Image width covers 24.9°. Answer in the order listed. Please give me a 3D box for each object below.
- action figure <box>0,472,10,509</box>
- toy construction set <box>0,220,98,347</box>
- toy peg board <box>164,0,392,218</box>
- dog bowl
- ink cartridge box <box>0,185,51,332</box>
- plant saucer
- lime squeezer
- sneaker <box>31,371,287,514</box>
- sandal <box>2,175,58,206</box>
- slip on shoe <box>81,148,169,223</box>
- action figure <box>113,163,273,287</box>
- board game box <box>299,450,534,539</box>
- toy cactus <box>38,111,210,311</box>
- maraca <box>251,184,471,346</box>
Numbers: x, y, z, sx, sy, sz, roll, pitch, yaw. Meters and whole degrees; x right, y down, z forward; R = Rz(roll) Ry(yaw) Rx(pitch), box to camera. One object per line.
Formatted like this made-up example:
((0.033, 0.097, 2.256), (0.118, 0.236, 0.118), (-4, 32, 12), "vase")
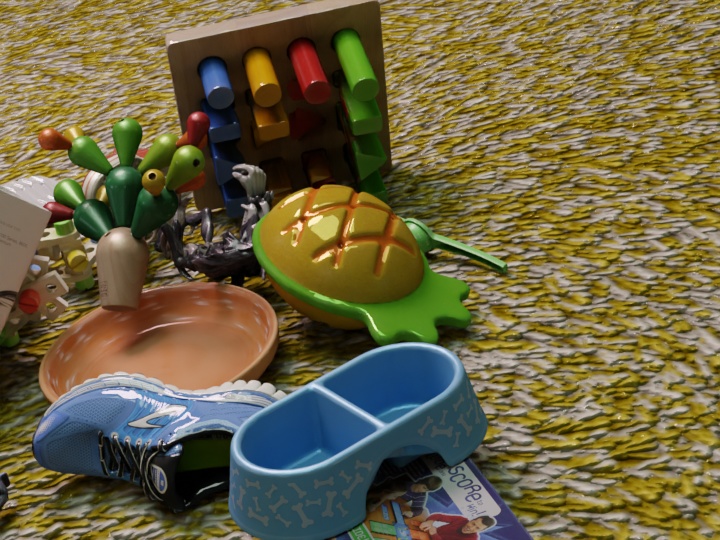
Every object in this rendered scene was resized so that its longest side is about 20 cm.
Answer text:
((-0.335, 0.181, 1.135), (0.199, 0.105, 0.193), (-27, 42, -20), "action figure")
((-0.293, 0.010, 1.448), (0.130, 0.093, 0.200), (-9, 18, 3), "toy construction set")
((-0.063, -0.130, 1.507), (0.197, 0.201, 0.098), (-13, 43, -8), "toy peg board")
((-0.004, 0.111, 1.115), (0.199, 0.050, 0.111), (-26, 31, -29), "dog bowl")
((-0.358, 0.013, 1.344), (0.144, 0.084, 0.201), (20, 85, 44), "ink cartridge box")
((-0.161, 0.075, 1.327), (0.198, 0.038, 0.201), (-9, 28, 5), "plant saucer")
((0.031, -0.021, 1.429), (0.198, 0.038, 0.071), (-4, 29, 12), "lime squeezer")
((-0.149, 0.126, 1.187), (0.198, 0.079, 0.089), (-4, 27, 13), "sneaker")
((-0.361, -0.041, 1.603), (0.082, 0.050, 0.202), (28, 32, 29), "sandal")
((-0.230, -0.083, 1.565), (0.061, 0.075, 0.200), (6, 13, 10), "slip on shoe")
((-0.135, -0.040, 1.444), (0.118, 0.103, 0.199), (-10, 14, -43), "action figure")
((0.037, 0.185, 1.056), (0.134, 0.035, 0.200), (-18, 29, -13), "board game box")
((-0.202, -0.051, 1.368), (0.199, 0.167, 0.102), (-7, -14, 34), "toy cactus")
((0.000, 0.000, 1.338), (0.199, 0.108, 0.137), (34, 44, 27), "maraca")
